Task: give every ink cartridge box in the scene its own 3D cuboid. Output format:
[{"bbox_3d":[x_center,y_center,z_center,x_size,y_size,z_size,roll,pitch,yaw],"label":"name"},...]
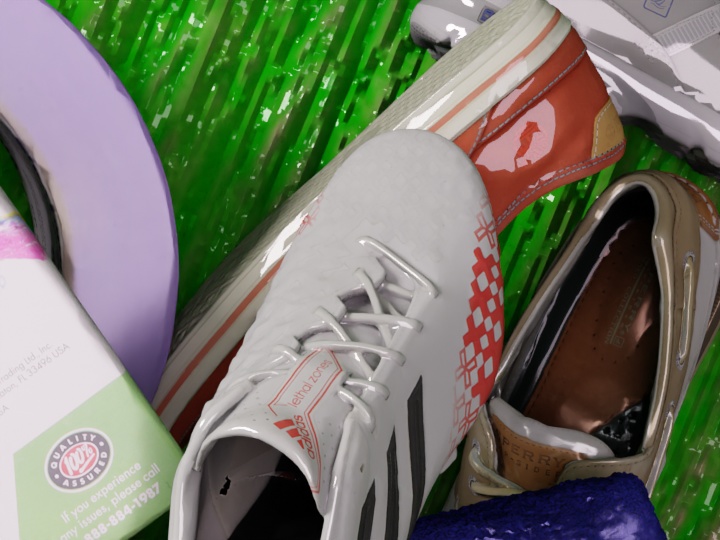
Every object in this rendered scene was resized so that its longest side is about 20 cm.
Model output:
[{"bbox_3d":[-0.149,0.007,0.729,0.117,0.067,0.201,-35,102,-8],"label":"ink cartridge box"}]

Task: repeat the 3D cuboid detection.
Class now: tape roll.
[{"bbox_3d":[-0.159,-0.002,0.804,0.198,0.085,0.202,-1,94,-12],"label":"tape roll"}]

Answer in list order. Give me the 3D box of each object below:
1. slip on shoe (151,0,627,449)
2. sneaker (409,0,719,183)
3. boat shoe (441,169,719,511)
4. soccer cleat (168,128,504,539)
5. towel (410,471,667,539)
[{"bbox_3d":[0.000,0.000,0.825,0.200,0.074,0.061,-41,100,13],"label":"slip on shoe"},{"bbox_3d":[0.120,-0.074,0.866,0.199,0.075,0.082,22,91,-13],"label":"sneaker"},{"bbox_3d":[0.061,0.061,0.855,0.074,0.068,0.201,16,83,22],"label":"boat shoe"},{"bbox_3d":[-0.010,0.041,0.718,0.068,0.085,0.201,11,66,20],"label":"soccer cleat"},{"bbox_3d":[-0.002,0.143,0.793,0.199,0.050,0.149,-11,109,-13],"label":"towel"}]
